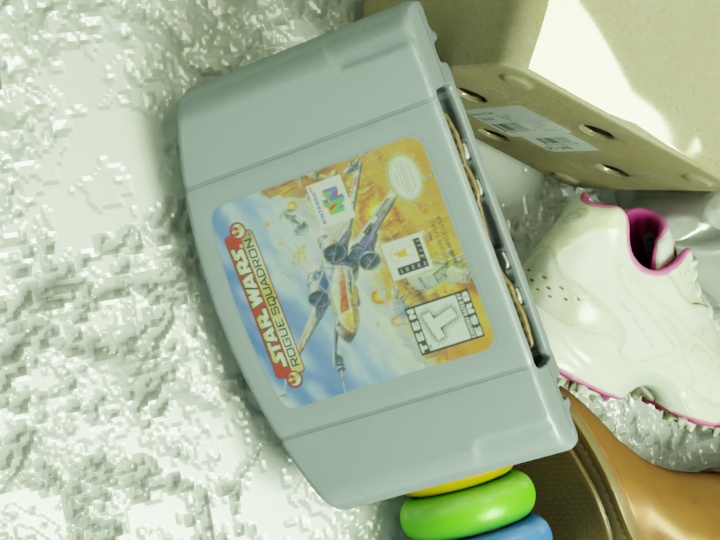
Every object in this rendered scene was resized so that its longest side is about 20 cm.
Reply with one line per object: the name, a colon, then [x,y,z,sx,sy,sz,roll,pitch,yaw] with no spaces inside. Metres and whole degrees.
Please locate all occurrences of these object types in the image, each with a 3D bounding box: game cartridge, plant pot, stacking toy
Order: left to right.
game cartridge: [0.000,0.000,0.777,0.200,0.133,0.042,69,20,-4]
stacking toy: [0.046,0.105,0.832,0.085,0.085,0.200,-16,90,-31]
plant pot: [0.113,-0.141,0.821,0.200,0.200,0.177,24,82,-27]

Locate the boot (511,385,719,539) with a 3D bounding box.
boot: [0.167,0.116,0.894,0.155,0.077,0.200,-26,69,-43]

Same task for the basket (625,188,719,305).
basket: [0.253,-0.013,0.879,0.200,0.136,0.123,39,84,-8]

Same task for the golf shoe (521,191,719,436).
golf shoe: [0.144,0.024,0.866,0.200,0.075,0.092,20,96,-49]
